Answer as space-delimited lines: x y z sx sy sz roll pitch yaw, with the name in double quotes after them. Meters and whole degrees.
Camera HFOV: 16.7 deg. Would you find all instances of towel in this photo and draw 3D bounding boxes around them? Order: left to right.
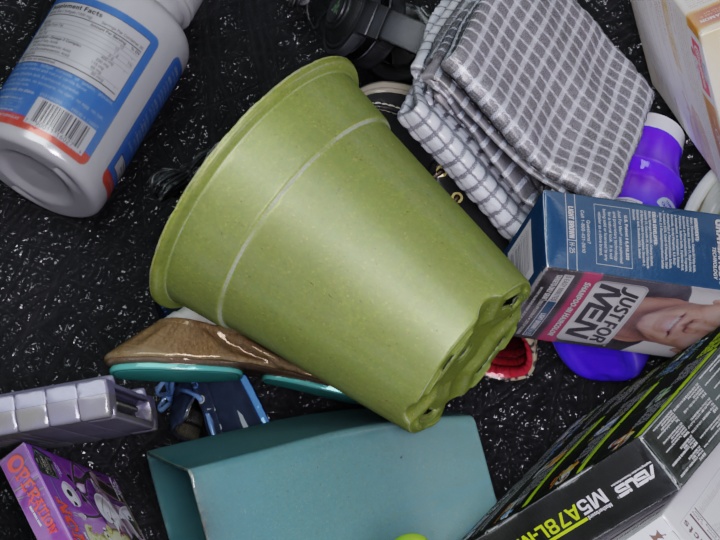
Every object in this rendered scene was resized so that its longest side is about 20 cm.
0.119 -0.122 1.694 0.085 0.166 0.200 -32 20 33 "towel"

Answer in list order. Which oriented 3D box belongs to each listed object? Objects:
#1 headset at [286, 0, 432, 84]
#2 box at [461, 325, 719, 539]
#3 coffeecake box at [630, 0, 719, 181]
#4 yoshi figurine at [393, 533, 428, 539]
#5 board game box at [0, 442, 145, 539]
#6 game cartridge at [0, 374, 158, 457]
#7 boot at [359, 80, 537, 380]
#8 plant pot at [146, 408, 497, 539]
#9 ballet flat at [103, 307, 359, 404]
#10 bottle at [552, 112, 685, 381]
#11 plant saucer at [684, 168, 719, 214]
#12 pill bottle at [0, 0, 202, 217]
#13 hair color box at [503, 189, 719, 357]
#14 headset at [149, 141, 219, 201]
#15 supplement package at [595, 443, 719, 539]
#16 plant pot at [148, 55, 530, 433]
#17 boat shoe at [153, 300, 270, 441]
0.022 -0.189 1.825 0.199 0.123 0.094 23 89 36 "headset"
0.168 0.114 1.549 0.048 0.193 0.200 53 41 -2 "box"
0.252 -0.157 1.713 0.073 0.154 0.200 -20 34 -1 "coffeecake box"
-0.005 0.247 1.499 0.200 0.112 0.112 -56 37 6 "yoshi figurine"
-0.163 0.212 1.641 0.032 0.120 0.200 -40 61 15 "board game box"
-0.216 0.100 1.666 0.129 0.200 0.039 -6 83 3 "game cartridge"
0.061 -0.026 1.685 0.073 0.200 0.151 -31 30 32 "boot"
-0.017 0.163 1.611 0.199 0.141 0.142 -17 95 -15 "plant pot"
-0.072 0.046 1.664 0.199 0.068 0.073 6 79 -4 "ballet flat"
0.187 -0.021 1.730 0.065 0.084 0.201 -1 52 28 "bottle"
0.322 -0.005 1.720 0.199 0.050 0.201 -4 62 7 "plant saucer"
-0.197 -0.150 1.846 0.112 0.112 0.201 21 66 19 "pill bottle"
0.199 0.008 1.608 0.199 0.100 0.061 7 61 -13 "hair color box"
-0.061 -0.025 1.743 0.094 0.124 0.200 -23 48 -31 "headset"
0.219 0.174 1.534 0.114 0.109 0.200 50 36 0 "supplement package"
0.000 0.000 1.558 0.190 0.200 0.200 39 74 16 "plant pot"
-0.107 0.095 1.718 0.068 0.084 0.200 -29 59 -3 "boat shoe"
